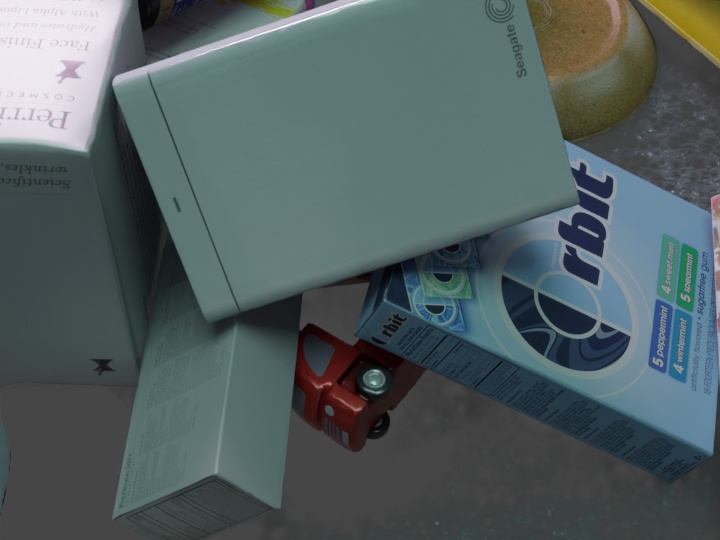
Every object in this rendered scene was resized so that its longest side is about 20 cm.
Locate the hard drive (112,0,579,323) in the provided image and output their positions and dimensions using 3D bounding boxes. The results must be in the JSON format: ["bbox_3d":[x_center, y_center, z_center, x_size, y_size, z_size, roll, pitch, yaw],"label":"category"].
[{"bbox_3d":[-0.004,-0.064,0.626,0.199,0.132,0.027,-18,21,3],"label":"hard drive"}]

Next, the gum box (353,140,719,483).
[{"bbox_3d":[0.111,0.003,0.722,0.200,0.045,0.170,25,52,-11],"label":"gum box"}]

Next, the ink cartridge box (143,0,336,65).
[{"bbox_3d":[-0.085,-0.147,0.827,0.125,0.129,0.200,22,53,16],"label":"ink cartridge box"}]

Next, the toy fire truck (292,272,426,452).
[{"bbox_3d":[0.000,0.000,0.762,0.141,0.049,0.200,30,57,21],"label":"toy fire truck"}]

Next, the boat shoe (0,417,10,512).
[{"bbox_3d":[-0.233,0.156,0.627,0.070,0.071,0.200,-11,51,18],"label":"boat shoe"}]

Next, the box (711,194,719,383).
[{"bbox_3d":[0.225,0.045,0.709,0.039,0.041,0.201,-20,51,39],"label":"box"}]

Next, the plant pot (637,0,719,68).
[{"bbox_3d":[0.309,-0.269,0.899,0.176,0.200,0.200,-13,50,-37],"label":"plant pot"}]

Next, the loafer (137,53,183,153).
[{"bbox_3d":[-0.021,-0.098,0.675,0.199,0.075,0.070,-5,59,-9],"label":"loafer"}]

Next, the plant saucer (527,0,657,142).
[{"bbox_3d":[0.117,-0.173,0.912,0.199,0.035,0.201,1,52,-1],"label":"plant saucer"}]

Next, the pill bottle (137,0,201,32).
[{"bbox_3d":[-0.082,-0.226,0.736,0.200,0.112,0.112,-34,60,-26],"label":"pill bottle"}]

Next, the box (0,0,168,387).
[{"bbox_3d":[-0.217,-0.044,0.694,0.198,0.200,0.131,2,51,0],"label":"box"}]

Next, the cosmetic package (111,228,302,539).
[{"bbox_3d":[-0.077,0.045,0.698,0.082,0.051,0.200,-26,44,33],"label":"cosmetic package"}]
